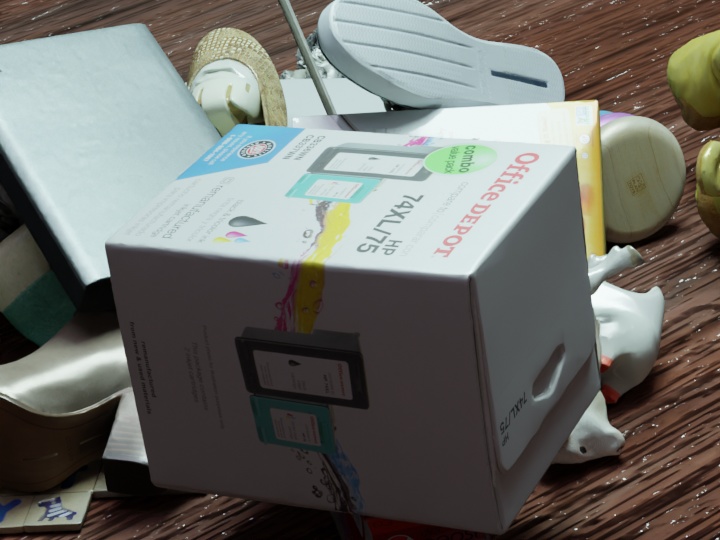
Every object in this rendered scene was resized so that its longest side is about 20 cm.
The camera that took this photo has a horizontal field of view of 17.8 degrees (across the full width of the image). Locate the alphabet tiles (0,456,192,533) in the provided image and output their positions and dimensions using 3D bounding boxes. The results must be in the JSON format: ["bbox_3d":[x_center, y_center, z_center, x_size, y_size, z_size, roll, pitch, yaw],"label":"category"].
[{"bbox_3d":[-0.180,0.106,1.348,0.199,0.008,0.167,-4,26,7],"label":"alphabet tiles"}]

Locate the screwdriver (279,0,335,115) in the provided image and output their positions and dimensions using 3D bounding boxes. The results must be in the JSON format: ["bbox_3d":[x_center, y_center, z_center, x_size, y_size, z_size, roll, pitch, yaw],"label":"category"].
[{"bbox_3d":[-0.016,-0.107,1.523,0.029,0.201,0.028,-19,2,-6],"label":"screwdriver"}]

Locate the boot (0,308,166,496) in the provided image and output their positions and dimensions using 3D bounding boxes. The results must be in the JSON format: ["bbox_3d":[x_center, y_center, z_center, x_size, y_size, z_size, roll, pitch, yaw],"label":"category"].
[{"bbox_3d":[-0.163,0.058,1.332,0.199,0.070,0.147,15,42,4],"label":"boot"}]

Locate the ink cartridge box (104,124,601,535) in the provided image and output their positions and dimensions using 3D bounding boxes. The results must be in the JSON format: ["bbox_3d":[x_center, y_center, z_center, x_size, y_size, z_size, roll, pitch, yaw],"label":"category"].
[{"bbox_3d":[0.002,0.025,1.164,0.199,0.147,0.147,5,30,26],"label":"ink cartridge box"}]

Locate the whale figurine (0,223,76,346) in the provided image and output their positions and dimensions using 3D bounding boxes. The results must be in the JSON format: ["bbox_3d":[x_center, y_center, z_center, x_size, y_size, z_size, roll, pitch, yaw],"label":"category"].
[{"bbox_3d":[-0.158,-0.005,1.484,0.159,0.104,0.200,-38,-1,11],"label":"whale figurine"}]

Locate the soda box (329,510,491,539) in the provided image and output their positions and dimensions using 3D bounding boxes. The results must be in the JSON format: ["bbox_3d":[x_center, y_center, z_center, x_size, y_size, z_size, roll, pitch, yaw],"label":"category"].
[{"bbox_3d":[0.014,0.103,1.242,0.070,0.064,0.200,-11,27,-9],"label":"soda box"}]

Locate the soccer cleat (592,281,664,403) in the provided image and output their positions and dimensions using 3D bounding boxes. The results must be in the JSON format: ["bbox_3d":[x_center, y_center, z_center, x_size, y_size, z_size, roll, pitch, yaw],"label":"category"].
[{"bbox_3d":[0.085,0.024,1.375,0.199,0.069,0.078,13,50,21],"label":"soccer cleat"}]

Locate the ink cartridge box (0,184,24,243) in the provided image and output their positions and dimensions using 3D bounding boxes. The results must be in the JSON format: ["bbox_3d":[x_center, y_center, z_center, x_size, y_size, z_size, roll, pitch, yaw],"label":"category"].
[{"bbox_3d":[-0.260,-0.031,1.478,0.068,0.116,0.200,44,70,9],"label":"ink cartridge box"}]

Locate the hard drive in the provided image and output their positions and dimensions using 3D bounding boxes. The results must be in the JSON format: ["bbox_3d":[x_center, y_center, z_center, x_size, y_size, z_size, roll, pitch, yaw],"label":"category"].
[{"bbox_3d":[-0.149,-0.065,1.391,0.139,0.033,0.200,-13,53,-32],"label":"hard drive"}]

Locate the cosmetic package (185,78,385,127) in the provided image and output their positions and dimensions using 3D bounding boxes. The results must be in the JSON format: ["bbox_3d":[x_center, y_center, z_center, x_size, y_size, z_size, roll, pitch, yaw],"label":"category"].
[{"bbox_3d":[-0.035,-0.081,1.611,0.199,0.082,0.113,-3,25,10],"label":"cosmetic package"}]

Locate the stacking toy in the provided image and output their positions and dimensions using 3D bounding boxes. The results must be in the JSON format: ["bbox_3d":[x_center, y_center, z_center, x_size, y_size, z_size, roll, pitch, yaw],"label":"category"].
[{"bbox_3d":[0.140,-0.081,1.589,0.085,0.086,0.200,-17,21,-20],"label":"stacking toy"}]

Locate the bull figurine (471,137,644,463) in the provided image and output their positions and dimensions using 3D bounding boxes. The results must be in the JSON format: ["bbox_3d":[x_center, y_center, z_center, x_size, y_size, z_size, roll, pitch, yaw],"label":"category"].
[{"bbox_3d":[0.085,0.019,1.300,0.200,0.065,0.121,38,77,20],"label":"bull figurine"}]

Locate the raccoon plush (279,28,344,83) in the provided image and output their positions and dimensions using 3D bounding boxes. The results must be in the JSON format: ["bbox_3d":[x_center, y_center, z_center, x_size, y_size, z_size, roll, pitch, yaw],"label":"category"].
[{"bbox_3d":[-0.027,-0.132,1.750,0.134,0.097,0.200,-34,6,-26],"label":"raccoon plush"}]

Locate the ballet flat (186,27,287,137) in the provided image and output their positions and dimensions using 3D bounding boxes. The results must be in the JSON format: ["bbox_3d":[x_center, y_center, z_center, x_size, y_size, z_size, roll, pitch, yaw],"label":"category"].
[{"bbox_3d":[-0.082,-0.081,1.515,0.070,0.065,0.201,-15,67,10],"label":"ballet flat"}]

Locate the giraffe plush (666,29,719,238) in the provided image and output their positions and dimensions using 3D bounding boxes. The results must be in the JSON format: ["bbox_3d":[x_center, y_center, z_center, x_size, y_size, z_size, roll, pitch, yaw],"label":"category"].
[{"bbox_3d":[0.275,-0.082,1.484,0.172,0.200,0.163,12,63,7],"label":"giraffe plush"}]

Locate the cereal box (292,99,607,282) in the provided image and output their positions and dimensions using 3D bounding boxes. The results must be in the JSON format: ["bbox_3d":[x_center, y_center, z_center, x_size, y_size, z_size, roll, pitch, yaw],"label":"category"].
[{"bbox_3d":[0.054,-0.033,1.451,0.199,0.040,0.145,-3,66,7],"label":"cereal box"}]

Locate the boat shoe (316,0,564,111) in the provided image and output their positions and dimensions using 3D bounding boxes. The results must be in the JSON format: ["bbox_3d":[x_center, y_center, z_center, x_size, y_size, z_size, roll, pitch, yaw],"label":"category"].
[{"bbox_3d":[0.043,-0.124,1.510,0.199,0.072,0.071,16,-28,-36],"label":"boat shoe"}]
